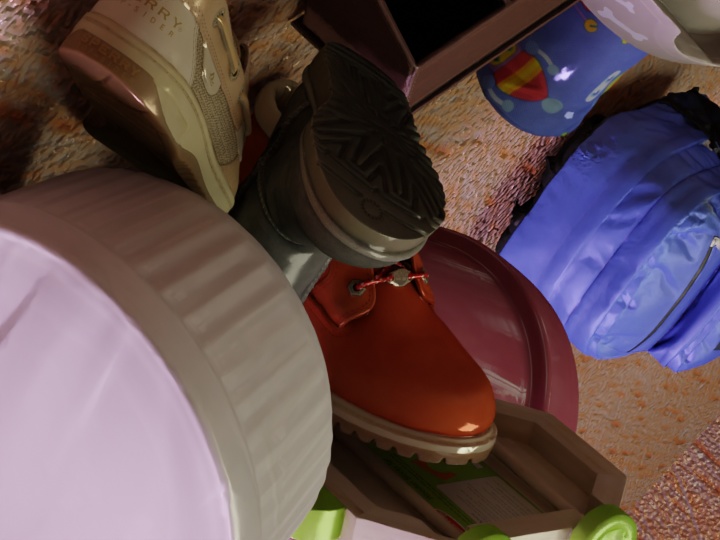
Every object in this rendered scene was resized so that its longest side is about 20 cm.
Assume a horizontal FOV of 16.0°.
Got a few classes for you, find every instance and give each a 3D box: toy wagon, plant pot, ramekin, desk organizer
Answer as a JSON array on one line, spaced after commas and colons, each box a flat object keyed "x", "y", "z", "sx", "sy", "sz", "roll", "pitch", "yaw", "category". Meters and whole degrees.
[{"x": 0.023, "y": 0.097, "z": 1.166, "sx": 0.199, "sy": 0.155, "sz": 0.040, "roll": -5, "pitch": 118, "yaw": -33, "category": "toy wagon"}, {"x": -0.005, "y": 0.056, "z": 1.344, "sx": 0.200, "sy": 0.200, "sz": 0.179, "roll": -46, "pitch": 150, "yaw": 4, "category": "plant pot"}, {"x": -0.100, "y": 0.051, "z": 1.030, "sx": 0.094, "sy": 0.202, "sz": 0.203, "roll": -37, "pitch": 163, "yaw": -44, "category": "ramekin"}, {"x": 0.068, "y": -0.159, "z": 1.178, "sx": 0.200, "sy": 0.072, "sz": 0.077, "roll": -36, "pitch": 160, "yaw": -33, "category": "desk organizer"}]

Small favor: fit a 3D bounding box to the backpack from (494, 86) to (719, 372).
[{"x": 0.197, "y": -0.024, "z": 1.688, "sx": 0.200, "sy": 0.168, "sz": 0.163, "roll": -8, "pitch": 134, "yaw": -60, "category": "backpack"}]

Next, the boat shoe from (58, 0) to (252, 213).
[{"x": -0.069, "y": -0.072, "z": 1.030, "sx": 0.065, "sy": 0.071, "sz": 0.200, "roll": -55, "pitch": 174, "yaw": -9, "category": "boat shoe"}]

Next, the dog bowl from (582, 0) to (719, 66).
[{"x": 0.158, "y": -0.184, "z": 1.148, "sx": 0.200, "sy": 0.201, "sz": 0.059, "roll": -35, "pitch": -166, "yaw": -33, "category": "dog bowl"}]

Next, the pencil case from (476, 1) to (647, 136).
[{"x": 0.142, "y": -0.150, "z": 1.313, "sx": 0.087, "sy": 0.078, "sz": 0.200, "roll": -10, "pitch": 154, "yaw": -51, "category": "pencil case"}]

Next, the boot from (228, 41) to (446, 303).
[{"x": -0.047, "y": 0.016, "z": 1.093, "sx": 0.200, "sy": 0.072, "sz": 0.182, "roll": -51, "pitch": -167, "yaw": 18, "category": "boot"}]

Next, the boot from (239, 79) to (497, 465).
[{"x": 0.000, "y": 0.000, "z": 1.175, "sx": 0.075, "sy": 0.200, "sz": 0.108, "roll": -13, "pitch": 138, "yaw": -46, "category": "boot"}]
